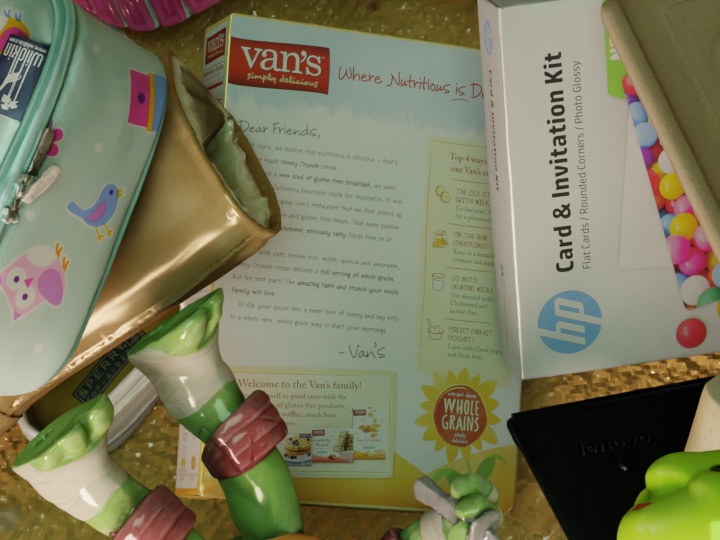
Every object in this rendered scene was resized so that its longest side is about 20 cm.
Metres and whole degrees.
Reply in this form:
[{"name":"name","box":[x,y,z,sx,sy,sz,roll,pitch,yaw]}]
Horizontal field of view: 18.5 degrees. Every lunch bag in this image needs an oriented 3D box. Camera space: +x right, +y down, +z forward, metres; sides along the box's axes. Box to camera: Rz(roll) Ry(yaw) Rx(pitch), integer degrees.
[{"name":"lunch bag","box":[-0.175,-0.036,0.852,0.200,0.077,0.160,11,73,40]}]

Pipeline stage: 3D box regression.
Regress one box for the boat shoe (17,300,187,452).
[{"name":"boat shoe","box":[-0.084,-0.007,0.948,0.071,0.070,0.200,37,88,8]}]

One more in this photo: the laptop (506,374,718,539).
[{"name":"laptop","box":[0.163,0.155,0.889,0.187,0.116,0.200,-8,109,-27]}]

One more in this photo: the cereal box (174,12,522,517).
[{"name":"cereal box","box":[0.000,0.000,0.927,0.144,0.040,0.200,7,82,-22]}]

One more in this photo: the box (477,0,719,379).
[{"name":"box","box":[0.152,-0.047,0.897,0.200,0.041,0.156,-7,107,-7]}]

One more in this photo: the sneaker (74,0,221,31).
[{"name":"sneaker","box":[-0.056,-0.162,0.964,0.200,0.088,0.081,-1,123,21]}]

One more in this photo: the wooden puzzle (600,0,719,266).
[{"name":"wooden puzzle","box":[0.208,-0.046,0.810,0.200,0.046,0.185,-12,53,-9]}]

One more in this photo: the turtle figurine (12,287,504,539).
[{"name":"turtle figurine","box":[-0.019,0.108,0.798,0.144,0.200,0.194,-39,99,2]}]

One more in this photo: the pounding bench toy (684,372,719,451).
[{"name":"pounding bench toy","box":[0.234,0.051,0.847,0.200,0.124,0.156,24,44,4]}]

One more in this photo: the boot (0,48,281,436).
[{"name":"boot","box":[-0.139,-0.020,0.912,0.200,0.066,0.175,-41,61,19]}]

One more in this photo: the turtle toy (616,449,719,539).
[{"name":"turtle toy","box":[0.173,0.130,0.746,0.200,0.146,0.101,25,70,-16]}]
